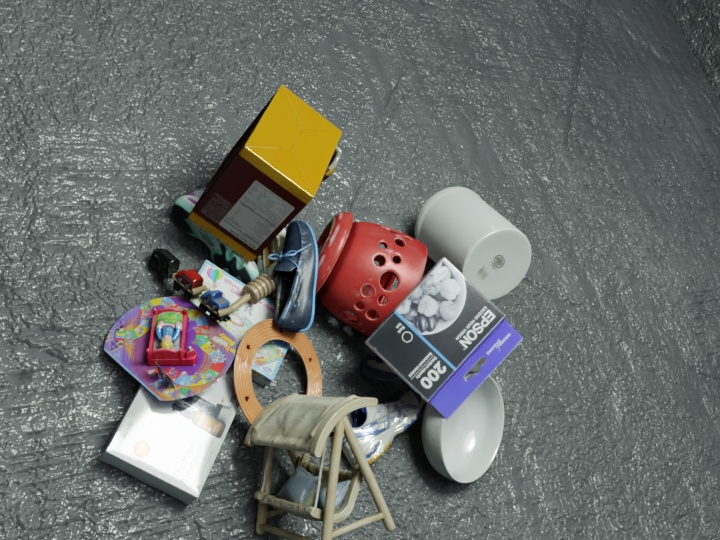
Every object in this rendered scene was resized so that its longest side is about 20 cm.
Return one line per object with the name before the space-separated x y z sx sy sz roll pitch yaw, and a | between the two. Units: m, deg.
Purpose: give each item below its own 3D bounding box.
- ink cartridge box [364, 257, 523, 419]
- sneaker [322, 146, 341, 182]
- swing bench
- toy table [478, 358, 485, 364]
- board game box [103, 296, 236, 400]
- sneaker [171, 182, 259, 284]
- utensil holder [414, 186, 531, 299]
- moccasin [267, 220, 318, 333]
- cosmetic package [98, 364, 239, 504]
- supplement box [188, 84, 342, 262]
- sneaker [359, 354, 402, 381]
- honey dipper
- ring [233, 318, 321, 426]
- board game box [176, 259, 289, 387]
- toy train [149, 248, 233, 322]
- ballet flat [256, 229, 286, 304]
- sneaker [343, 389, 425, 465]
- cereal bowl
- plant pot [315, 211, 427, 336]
ink cartridge box | 0.145 0.117 1.245 0.200 0.043 0.198 43 87 -1
sneaker | -0.115 -0.190 1.455 0.075 0.090 0.200 46 48 -2
swing bench | -0.070 0.290 1.092 0.129 0.199 0.201 -7 87 -37
toy table | 0.173 0.143 1.436 0.183 0.117 0.201 32 49 -15
board game box | -0.290 0.102 1.128 0.200 0.039 0.158 35 52 22
sneaker | -0.225 -0.080 1.324 0.200 0.078 0.140 48 49 -1
utensil holder | 0.229 -0.056 1.499 0.169 0.171 0.200 9 22 -30
moccasin | -0.114 0.003 1.254 0.068 0.080 0.201 12 61 -34
cosmetic package | -0.279 0.229 1.122 0.150 0.052 0.201 30 50 -12
supplement box | -0.159 -0.163 1.244 0.133 0.200 0.198 36 41 -17
sneaker | 0.088 0.151 1.326 0.070 0.199 0.082 -53 135 -60
honey dipper | -0.220 0.069 1.219 0.038 0.038 0.200 49 49 1
ring | -0.137 0.180 1.223 0.200 0.019 0.201 21 62 -45
board game box | -0.214 0.090 1.259 0.200 0.034 0.135 34 50 -13
toy train | -0.275 0.021 1.196 0.200 0.046 0.034 35 31 27
ballet flat | -0.153 -0.022 1.342 0.069 0.071 0.201 2 63 -31
sneaker | 0.039 0.257 1.303 0.088 0.075 0.200 51 47 3
cereal bowl | 0.178 0.281 1.354 0.199 0.083 0.201 -5 97 -45
plant pot | 0.000 0.000 1.350 0.182 0.200 0.201 29 51 -10
